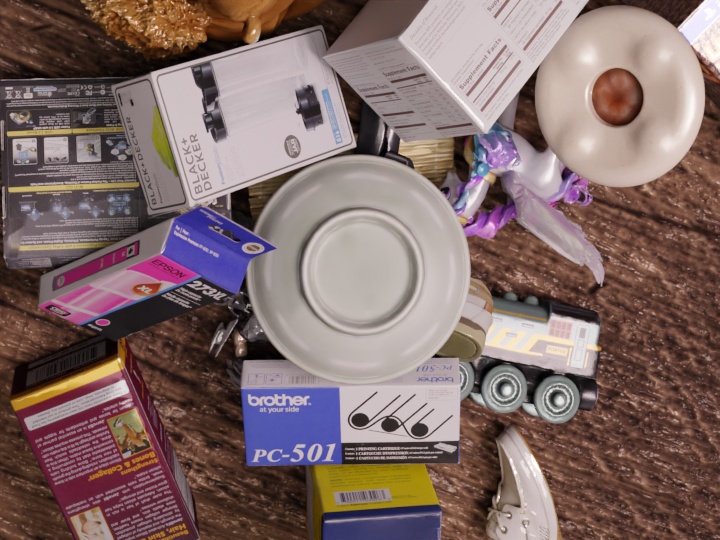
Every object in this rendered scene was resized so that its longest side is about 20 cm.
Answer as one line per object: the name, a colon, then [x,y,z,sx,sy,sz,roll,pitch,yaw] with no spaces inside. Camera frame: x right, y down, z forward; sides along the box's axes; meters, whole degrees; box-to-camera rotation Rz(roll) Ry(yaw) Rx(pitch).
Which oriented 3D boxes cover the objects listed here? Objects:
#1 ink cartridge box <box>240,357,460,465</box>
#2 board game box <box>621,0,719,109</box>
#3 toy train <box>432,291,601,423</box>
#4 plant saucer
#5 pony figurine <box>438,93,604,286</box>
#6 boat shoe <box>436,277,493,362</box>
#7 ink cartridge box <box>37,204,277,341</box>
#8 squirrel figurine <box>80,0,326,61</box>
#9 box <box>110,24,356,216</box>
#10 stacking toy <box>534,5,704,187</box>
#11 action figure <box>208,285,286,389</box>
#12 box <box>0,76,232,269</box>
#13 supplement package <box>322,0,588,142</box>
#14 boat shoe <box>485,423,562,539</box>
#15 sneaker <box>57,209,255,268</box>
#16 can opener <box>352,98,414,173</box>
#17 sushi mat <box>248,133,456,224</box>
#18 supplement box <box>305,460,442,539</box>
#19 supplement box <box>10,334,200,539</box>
ink cartridge box: [-0.008,0.130,1.464,0.198,0.044,0.095,-1,124,1]
board game box: [0.351,-0.194,1.421,0.097,0.160,0.200,-45,108,8]
toy train: [0.137,0.077,1.525,0.198,0.085,0.115,12,89,-8]
plant saucer: [0.000,0.000,1.379,0.198,0.050,0.202,0,92,-5]
pony figurine: [0.156,-0.087,1.447,0.192,0.167,0.201,28,93,-1]
boat shoe: [0.028,0.012,1.455,0.199,0.069,0.075,27,146,-9]
ink cartridge box: [-0.174,0.005,1.359,0.199,0.037,0.094,-23,145,33]
squirrel figurine: [-0.124,-0.232,1.324,0.199,0.187,0.142,-28,110,2]
box: [-0.104,-0.129,1.360,0.199,0.060,0.118,-22,100,-42]
stacking toy: [0.248,-0.155,1.369,0.145,0.200,0.148,6,103,29]
action figure: [-0.055,0.069,1.500,0.199,0.069,0.130,36,105,-14]
box: [-0.213,-0.087,1.396,0.198,0.049,0.163,-3,76,-8]
supplement package: [0.091,-0.221,1.344,0.111,0.155,0.200,44,74,-19]
boat shoe: [0.158,0.249,1.588,0.069,0.071,0.201,-19,111,-4]
sneaker: [-0.176,-0.004,1.466,0.198,0.075,0.088,-8,124,-1]
can opener: [0.021,-0.129,1.440,0.078,0.063,0.202,7,93,17]
sushi mat: [-0.006,-0.080,1.484,0.198,0.012,0.097,-6,109,-7]
supplement box: [0.009,0.232,1.491,0.108,0.200,0.110,-3,109,-6]
supplement box: [-0.237,0.172,1.496,0.110,0.086,0.201,-21,110,-1]
